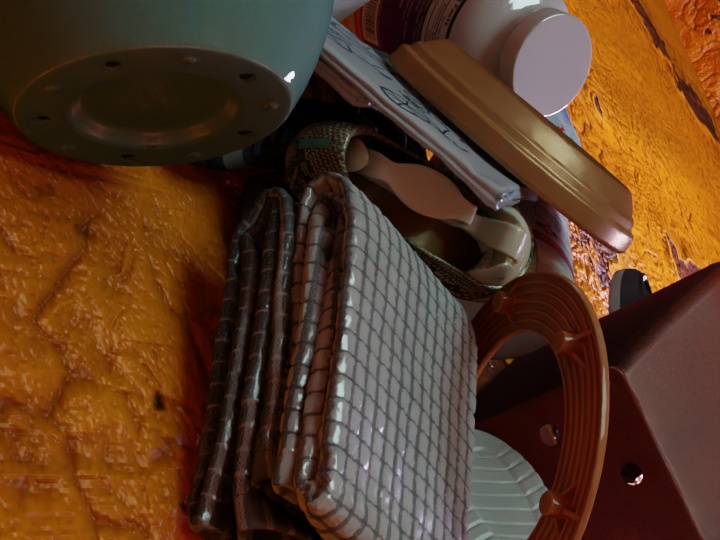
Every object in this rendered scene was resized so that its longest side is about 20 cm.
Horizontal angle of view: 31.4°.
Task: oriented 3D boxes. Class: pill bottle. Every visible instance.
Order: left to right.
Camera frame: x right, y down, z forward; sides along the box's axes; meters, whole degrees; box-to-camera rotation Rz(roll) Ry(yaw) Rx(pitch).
[{"bbox_3d":[0.084,-0.187,0.994,0.112,0.113,0.200,38,-2,-43],"label":"pill bottle"},{"bbox_3d":[0.101,-0.038,0.971,0.113,0.113,0.201,49,28,-28],"label":"pill bottle"}]

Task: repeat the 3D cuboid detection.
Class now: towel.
[{"bbox_3d":[-0.006,0.075,0.657,0.166,0.085,0.201,49,36,-45],"label":"towel"}]

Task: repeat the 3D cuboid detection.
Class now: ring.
[{"bbox_3d":[0.074,0.096,0.705,0.019,0.201,0.201,16,44,-21],"label":"ring"}]

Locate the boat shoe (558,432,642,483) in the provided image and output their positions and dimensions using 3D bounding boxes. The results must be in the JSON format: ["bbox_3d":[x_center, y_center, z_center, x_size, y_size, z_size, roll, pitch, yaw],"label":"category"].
[{"bbox_3d":[0.186,0.085,1.066,0.201,0.073,0.074,63,23,1],"label":"boat shoe"}]

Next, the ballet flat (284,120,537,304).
[{"bbox_3d":[0.048,-0.029,0.742,0.199,0.075,0.068,27,76,-32],"label":"ballet flat"}]

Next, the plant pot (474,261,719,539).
[{"bbox_3d":[0.187,0.133,0.890,0.176,0.199,0.201,-13,77,-56],"label":"plant pot"}]

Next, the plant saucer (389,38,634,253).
[{"bbox_3d":[0.106,-0.088,0.837,0.200,0.038,0.200,38,11,-8],"label":"plant saucer"}]

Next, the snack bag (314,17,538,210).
[{"bbox_3d":[0.023,-0.099,0.769,0.200,0.021,0.189,40,12,8],"label":"snack bag"}]

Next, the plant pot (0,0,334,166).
[{"bbox_3d":[-0.100,-0.144,0.588,0.200,0.200,0.162,22,58,-56],"label":"plant pot"}]

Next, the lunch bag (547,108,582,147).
[{"bbox_3d":[0.139,-0.147,1.210,0.200,0.082,0.162,19,46,-59],"label":"lunch bag"}]

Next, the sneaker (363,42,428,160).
[{"bbox_3d":[0.007,-0.088,0.904,0.090,0.067,0.201,33,36,-36],"label":"sneaker"}]

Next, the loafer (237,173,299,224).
[{"bbox_3d":[0.000,0.000,0.785,0.200,0.072,0.063,31,34,-45],"label":"loafer"}]

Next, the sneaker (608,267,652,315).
[{"bbox_3d":[0.270,0.079,1.031,0.075,0.106,0.201,34,40,-56],"label":"sneaker"}]

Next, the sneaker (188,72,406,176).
[{"bbox_3d":[-0.034,-0.088,0.766,0.200,0.082,0.071,-22,129,-65],"label":"sneaker"}]

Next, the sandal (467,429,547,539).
[{"bbox_3d":[0.092,0.180,0.779,0.082,0.050,0.203,-3,39,-27],"label":"sandal"}]

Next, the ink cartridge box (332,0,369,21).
[{"bbox_3d":[-0.084,-0.254,0.854,0.201,0.084,0.145,64,24,2],"label":"ink cartridge box"}]
